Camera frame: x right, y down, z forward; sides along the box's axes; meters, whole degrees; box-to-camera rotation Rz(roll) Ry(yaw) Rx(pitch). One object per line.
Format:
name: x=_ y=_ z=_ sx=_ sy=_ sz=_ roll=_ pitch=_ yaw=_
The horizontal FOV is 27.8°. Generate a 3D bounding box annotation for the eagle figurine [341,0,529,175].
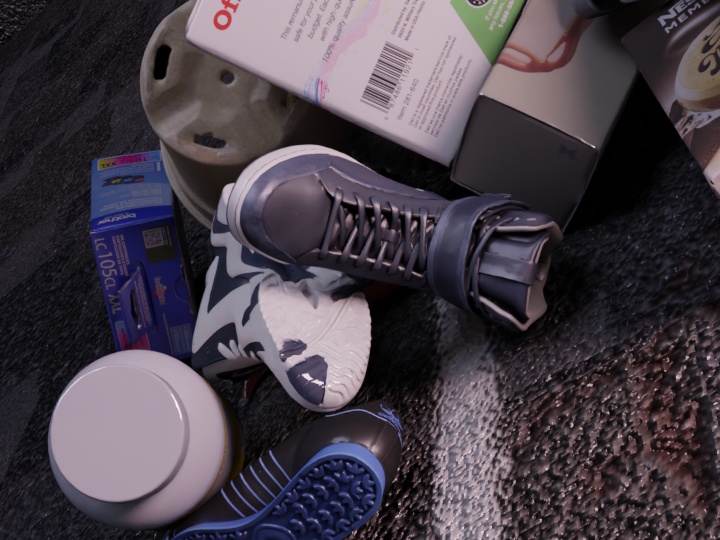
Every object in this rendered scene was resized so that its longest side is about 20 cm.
eagle figurine: x=0.056 y=-0.170 z=1.118 sx=0.152 sy=0.151 sz=0.200 roll=-62 pitch=-12 yaw=26

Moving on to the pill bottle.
pill bottle: x=-0.139 y=0.112 z=0.946 sx=0.112 sy=0.112 sz=0.200 roll=-48 pitch=-9 yaw=-6

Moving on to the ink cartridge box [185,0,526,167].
ink cartridge box: x=0.002 y=-0.178 z=0.989 sx=0.084 sy=0.199 sz=0.146 roll=-32 pitch=-33 yaw=-85

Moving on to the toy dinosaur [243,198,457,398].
toy dinosaur: x=0.000 y=0.000 z=1.074 sx=0.180 sy=0.202 sz=0.105 roll=8 pitch=30 yaw=22

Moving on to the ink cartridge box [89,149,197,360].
ink cartridge box: x=-0.186 y=-0.007 z=1.264 sx=0.076 sy=0.138 sz=0.200 roll=-12 pitch=26 yaw=-6

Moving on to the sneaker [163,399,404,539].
sneaker: x=-0.049 y=0.149 z=0.907 sx=0.199 sy=0.070 sz=0.078 roll=-33 pitch=11 yaw=30

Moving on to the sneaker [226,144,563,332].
sneaker: x=0.031 y=-0.020 z=0.883 sx=0.146 sy=0.201 sz=0.078 roll=23 pitch=101 yaw=48

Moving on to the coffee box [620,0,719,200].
coffee box: x=0.230 y=-0.101 z=0.810 sx=0.113 sy=0.080 sz=0.200 roll=-38 pitch=25 yaw=15

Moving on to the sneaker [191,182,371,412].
sneaker: x=-0.059 y=0.048 z=0.969 sx=0.200 sy=0.079 sz=0.130 roll=56 pitch=141 yaw=40

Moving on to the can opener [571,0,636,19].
can opener: x=0.218 y=-0.209 z=0.921 sx=0.199 sy=0.053 sz=0.066 roll=-19 pitch=3 yaw=-26

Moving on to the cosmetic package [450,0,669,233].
cosmetic package: x=0.142 y=-0.140 z=0.964 sx=0.201 sy=0.087 sz=0.104 roll=-61 pitch=-6 yaw=-32

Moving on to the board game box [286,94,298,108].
board game box: x=-0.063 y=-0.205 z=1.358 sx=0.105 sy=0.023 sz=0.200 roll=-37 pitch=-21 yaw=-20

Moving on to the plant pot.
plant pot: x=-0.087 y=-0.130 z=1.146 sx=0.200 sy=0.200 sz=0.183 roll=-45 pitch=-11 yaw=1
